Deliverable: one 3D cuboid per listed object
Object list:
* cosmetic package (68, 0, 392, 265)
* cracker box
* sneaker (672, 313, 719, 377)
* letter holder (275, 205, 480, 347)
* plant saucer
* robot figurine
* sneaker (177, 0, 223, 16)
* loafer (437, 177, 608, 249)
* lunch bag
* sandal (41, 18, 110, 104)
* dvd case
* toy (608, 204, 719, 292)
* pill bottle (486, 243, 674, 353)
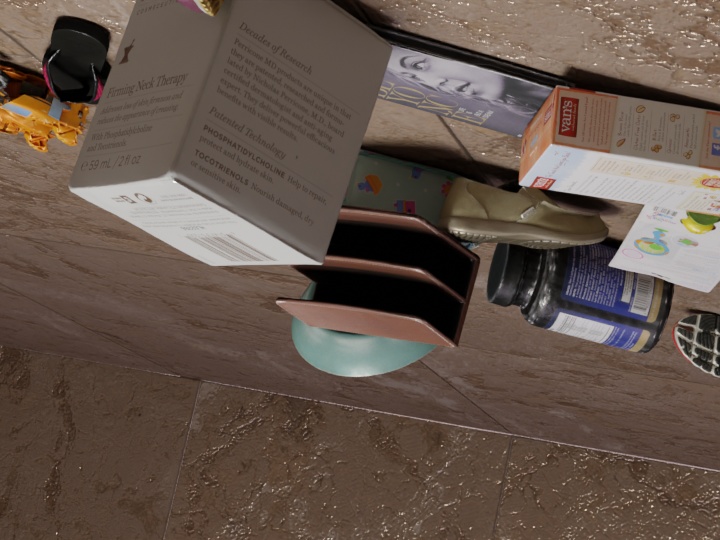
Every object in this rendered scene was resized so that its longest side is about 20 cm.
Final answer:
[{"bbox_3d":[-0.107,-0.127,1.322,0.165,0.202,0.166,29,161,-35],"label":"cosmetic package"},{"bbox_3d":[0.248,-0.102,1.405,0.197,0.059,0.134,8,168,-5],"label":"cracker box"},{"bbox_3d":[0.485,0.110,2.110,0.198,0.078,0.085,18,172,-21],"label":"sneaker"},{"bbox_3d":[0.000,0.000,1.680,0.198,0.102,0.142,7,163,36],"label":"letter holder"},{"bbox_3d":[0.013,0.035,1.809,0.198,0.201,0.036,7,136,26],"label":"plant saucer"},{"bbox_3d":[-0.399,-0.188,1.716,0.198,0.059,0.144,21,165,-34],"label":"robot figurine"},{"bbox_3d":[-0.153,-0.255,1.156,0.089,0.076,0.200,17,163,21],"label":"sneaker"},{"bbox_3d":[0.174,-0.061,1.680,0.198,0.069,0.075,4,175,-27],"label":"loafer"},{"bbox_3d":[0.038,-0.067,1.763,0.197,0.078,0.160,14,168,-4],"label":"lunch bag"},{"bbox_3d":[-0.284,-0.196,1.593,0.074,0.046,0.200,14,168,-6],"label":"sandal"},{"bbox_3d":[0.076,-0.166,1.426,0.197,0.016,0.149,15,168,-9],"label":"dvd case"},{"bbox_3d":[0.335,-0.038,1.661,0.114,0.048,0.200,16,164,2],"label":"toy"},{"bbox_3d":[0.251,0.019,1.849,0.197,0.113,0.112,15,168,-7],"label":"pill bottle"}]
